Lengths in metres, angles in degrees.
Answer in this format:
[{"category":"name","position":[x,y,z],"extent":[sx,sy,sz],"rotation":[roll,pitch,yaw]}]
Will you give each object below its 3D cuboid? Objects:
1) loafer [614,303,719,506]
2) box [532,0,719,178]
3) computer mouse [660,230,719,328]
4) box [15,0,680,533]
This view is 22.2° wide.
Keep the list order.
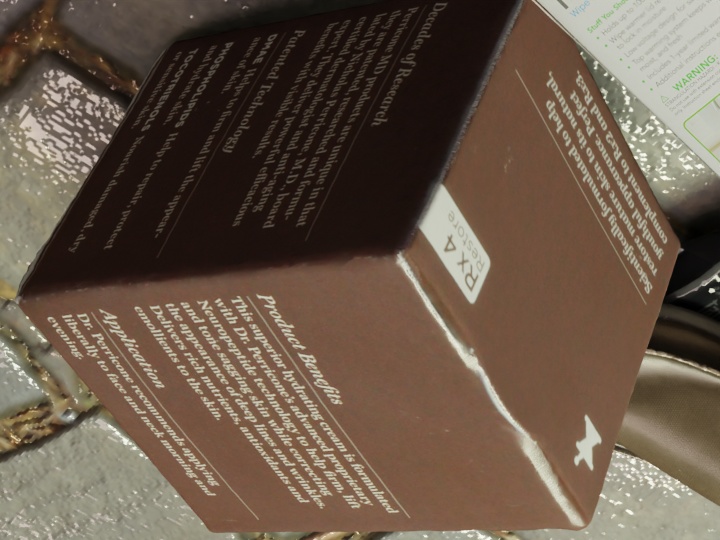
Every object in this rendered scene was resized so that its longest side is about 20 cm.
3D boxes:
[{"category":"loafer","position":[0.169,0.070,0.851],"extent":[0.199,0.071,0.073],"rotation":[12,128,-8]},{"category":"box","position":[0.191,-0.130,0.696],"extent":[0.176,0.097,0.200],"rotation":[42,125,-9]},{"category":"computer mouse","position":[0.199,0.023,0.888],"extent":[0.140,0.046,0.200],"rotation":[36,121,-26]},{"category":"box","position":[0.000,0.000,0.781],"extent":[0.200,0.164,0.166],"rotation":[-6,133,34]}]
